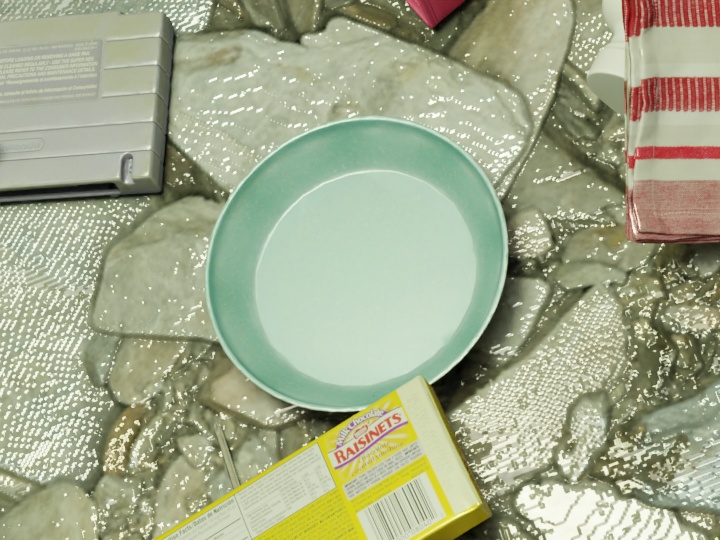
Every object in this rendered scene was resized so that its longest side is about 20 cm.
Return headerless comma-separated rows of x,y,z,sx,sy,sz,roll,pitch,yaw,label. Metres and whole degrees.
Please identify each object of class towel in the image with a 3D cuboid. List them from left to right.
0.229,-0.117,1.568,0.143,0.023,0.202,-3,98,-7,towel

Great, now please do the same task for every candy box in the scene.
-0.026,0.156,1.570,0.199,0.026,0.103,-32,51,9,candy box

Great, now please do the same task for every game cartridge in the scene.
-0.225,-0.109,1.766,0.198,0.038,0.131,-3,63,15,game cartridge

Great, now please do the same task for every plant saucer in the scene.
0.000,0.000,1.653,0.198,0.036,0.202,-6,66,13,plant saucer

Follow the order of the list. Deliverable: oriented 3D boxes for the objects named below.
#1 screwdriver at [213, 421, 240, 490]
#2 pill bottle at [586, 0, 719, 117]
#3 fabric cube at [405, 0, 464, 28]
-0.058,0.178,1.607,0.029,0.028,0.201,-4,56,-18,screwdriver
0.218,-0.188,1.631,0.104,0.104,0.201,24,76,23,pill bottle
0.046,-0.322,1.683,0.199,0.200,0.197,-37,62,-2,fabric cube
